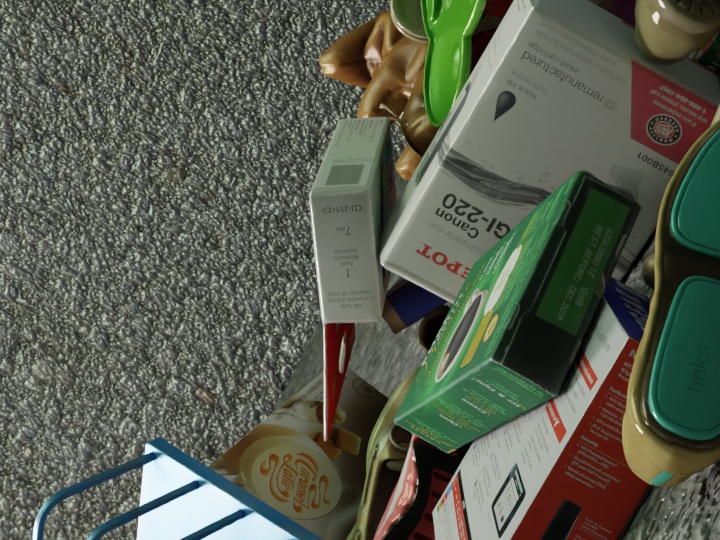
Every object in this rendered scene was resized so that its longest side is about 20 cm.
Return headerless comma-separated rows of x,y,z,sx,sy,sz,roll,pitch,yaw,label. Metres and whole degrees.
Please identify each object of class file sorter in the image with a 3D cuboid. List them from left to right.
-0.119,0.236,1.179,0.122,0.199,0.140,-22,-52,-46,file sorter

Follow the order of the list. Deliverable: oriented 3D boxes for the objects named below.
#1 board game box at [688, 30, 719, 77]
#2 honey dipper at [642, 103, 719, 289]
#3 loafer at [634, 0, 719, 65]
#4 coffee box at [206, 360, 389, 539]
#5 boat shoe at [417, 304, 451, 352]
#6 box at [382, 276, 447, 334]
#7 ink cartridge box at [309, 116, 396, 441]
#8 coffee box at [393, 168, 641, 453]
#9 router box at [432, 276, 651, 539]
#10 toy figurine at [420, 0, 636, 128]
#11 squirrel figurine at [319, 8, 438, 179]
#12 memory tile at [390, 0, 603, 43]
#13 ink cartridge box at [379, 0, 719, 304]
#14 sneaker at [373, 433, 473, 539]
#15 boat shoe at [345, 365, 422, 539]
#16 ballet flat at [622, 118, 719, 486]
0.247,-0.174,1.135,0.105,0.023,0.200,-63,4,-39,board game box
0.204,-0.080,0.979,0.201,0.038,0.038,-64,5,-11,honey dipper
0.209,-0.201,1.070,0.200,0.076,0.068,-56,1,-42,loafer
-0.039,0.169,1.327,0.200,0.114,0.080,-36,-21,-51,coffee box
0.081,0.050,1.292,0.075,0.074,0.202,-62,5,-11,boat shoe
0.110,-0.029,1.284,0.199,0.032,0.121,-35,3,23,box
0.000,0.000,1.213,0.200,0.044,0.178,-75,-18,-71,ink cartridge box
0.085,0.029,0.972,0.124,0.044,0.200,-63,5,-20,coffee box
0.105,0.100,0.923,0.180,0.049,0.200,-61,5,11,router box
0.147,-0.188,1.181,0.150,0.183,0.202,-171,86,-74,toy figurine
0.087,-0.158,1.330,0.200,0.142,0.187,-37,12,-1,squirrel figurine
0.134,-0.184,1.247,0.154,0.199,0.017,-55,-5,-24,memory tile
0.120,-0.064,1.102,0.201,0.145,0.085,-60,7,25,ink cartridge box
0.049,0.141,1.135,0.201,0.073,0.087,-63,4,-7,sneaker
0.032,0.165,1.220,0.202,0.073,0.063,-65,12,-8,boat shoe
0.159,0.010,0.793,0.063,0.068,0.201,100,-166,-58,ballet flat
